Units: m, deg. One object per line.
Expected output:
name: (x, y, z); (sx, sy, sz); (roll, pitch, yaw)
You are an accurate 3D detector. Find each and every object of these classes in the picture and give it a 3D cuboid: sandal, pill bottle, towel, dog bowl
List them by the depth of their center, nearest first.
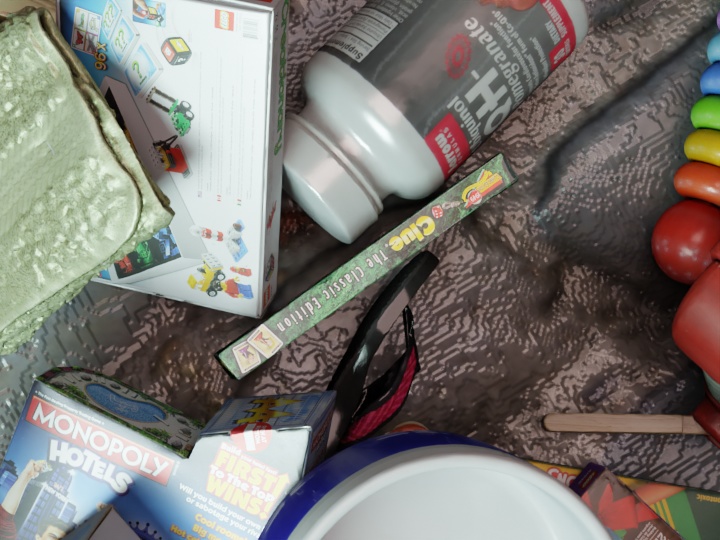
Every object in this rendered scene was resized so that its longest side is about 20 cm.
dog bowl: (0.038, 0.187, 0.829); (0.199, 0.079, 0.201); (-1, 95, -15)
towel: (-0.201, -0.045, 0.898); (0.149, 0.200, 0.036); (57, 38, 1)
pill bottle: (0.034, -0.114, 0.952); (0.111, 0.111, 0.200); (45, 82, -1)
sandal: (0.001, 0.081, 0.955); (0.045, 0.075, 0.201); (28, 91, -2)

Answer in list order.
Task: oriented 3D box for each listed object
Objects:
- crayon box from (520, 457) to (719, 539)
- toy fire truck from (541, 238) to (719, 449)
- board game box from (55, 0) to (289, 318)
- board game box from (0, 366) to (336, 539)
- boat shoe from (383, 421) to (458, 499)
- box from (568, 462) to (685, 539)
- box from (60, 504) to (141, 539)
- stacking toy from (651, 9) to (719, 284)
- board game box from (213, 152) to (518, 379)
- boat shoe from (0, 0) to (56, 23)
crayon box: (0.115, 0.205, 0.962); (0.199, 0.058, 0.174); (10, 84, -5)
toy fire truck: (0.211, 0.052, 0.937); (0.200, 0.176, 0.129); (-46, 64, -2)
board game box: (-0.107, -0.074, 0.897); (0.125, 0.035, 0.201); (13, 125, 11)
board game box: (-0.103, 0.137, 0.901); (0.199, 0.062, 0.201); (27, 110, 4)
boat shoe: (0.001, 0.182, 0.907); (0.071, 0.063, 0.201); (20, 97, -12)
box: (0.122, 0.231, 0.912); (0.137, 0.039, 0.200); (42, 85, -4)
box: (-0.129, 0.247, 0.887); (0.156, 0.041, 0.200); (-35, 101, 29)
stacking toy: (0.240, -0.086, 0.993); (0.085, 0.085, 0.201); (21, 88, -4)
board game box: (0.000, 0.000, 0.942); (0.200, 0.105, 0.024); (-35, 89, -7)
boat shoe: (-0.148, -0.154, 0.933); (0.199, 0.073, 0.063); (18, 82, -6)
